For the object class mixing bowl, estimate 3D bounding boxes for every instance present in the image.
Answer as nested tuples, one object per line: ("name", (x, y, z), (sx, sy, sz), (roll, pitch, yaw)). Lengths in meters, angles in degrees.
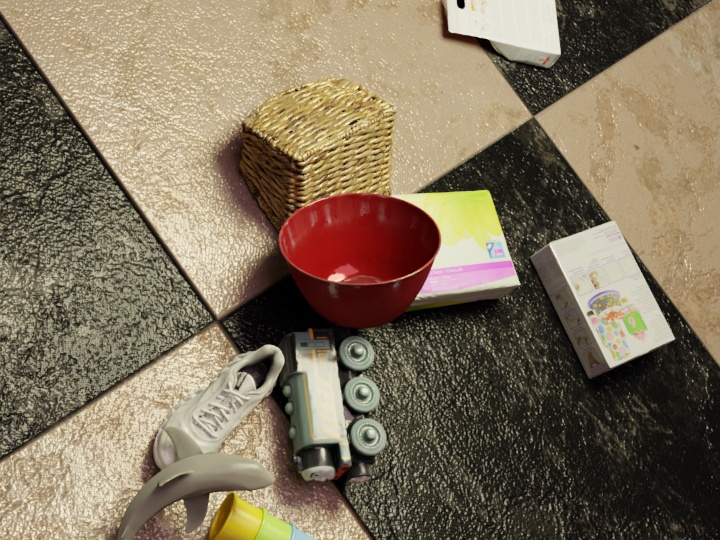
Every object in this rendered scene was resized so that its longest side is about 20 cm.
("mixing bowl", (0.000, 0.000, 1.312), (0.198, 0.109, 0.201), (0, 37, 0))

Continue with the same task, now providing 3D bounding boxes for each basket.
("basket", (-0.064, -0.154, 1.419), (0.142, 0.150, 0.199), (34, 49, 31))

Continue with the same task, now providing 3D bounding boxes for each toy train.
("toy train", (-0.039, 0.161, 1.278), (0.113, 0.085, 0.201), (0, 65, -19))

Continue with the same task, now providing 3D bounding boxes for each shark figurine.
("shark figurine", (-0.211, 0.250, 1.114), (0.214, 0.090, 0.128), (-43, 82, -11))

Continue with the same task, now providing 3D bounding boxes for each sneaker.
("sneaker", (-0.161, 0.156, 1.215), (0.075, 0.081, 0.200), (45, 57, -5))

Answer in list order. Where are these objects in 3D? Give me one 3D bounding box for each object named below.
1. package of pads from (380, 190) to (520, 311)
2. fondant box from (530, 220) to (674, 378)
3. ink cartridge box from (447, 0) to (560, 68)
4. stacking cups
("package of pads", (0.109, -0.032, 1.449), (0.199, 0.068, 0.156), (-7, 71, -30))
("fondant box", (0.357, 0.041, 1.552), (0.144, 0.058, 0.201), (-17, 76, -32))
("ink cartridge box", (0.223, -0.422, 1.710), (0.198, 0.050, 0.163), (6, 65, -16))
("stacking cups", (-0.075, 0.326, 1.200), (0.199, 0.060, 0.061), (33, 57, -15))
